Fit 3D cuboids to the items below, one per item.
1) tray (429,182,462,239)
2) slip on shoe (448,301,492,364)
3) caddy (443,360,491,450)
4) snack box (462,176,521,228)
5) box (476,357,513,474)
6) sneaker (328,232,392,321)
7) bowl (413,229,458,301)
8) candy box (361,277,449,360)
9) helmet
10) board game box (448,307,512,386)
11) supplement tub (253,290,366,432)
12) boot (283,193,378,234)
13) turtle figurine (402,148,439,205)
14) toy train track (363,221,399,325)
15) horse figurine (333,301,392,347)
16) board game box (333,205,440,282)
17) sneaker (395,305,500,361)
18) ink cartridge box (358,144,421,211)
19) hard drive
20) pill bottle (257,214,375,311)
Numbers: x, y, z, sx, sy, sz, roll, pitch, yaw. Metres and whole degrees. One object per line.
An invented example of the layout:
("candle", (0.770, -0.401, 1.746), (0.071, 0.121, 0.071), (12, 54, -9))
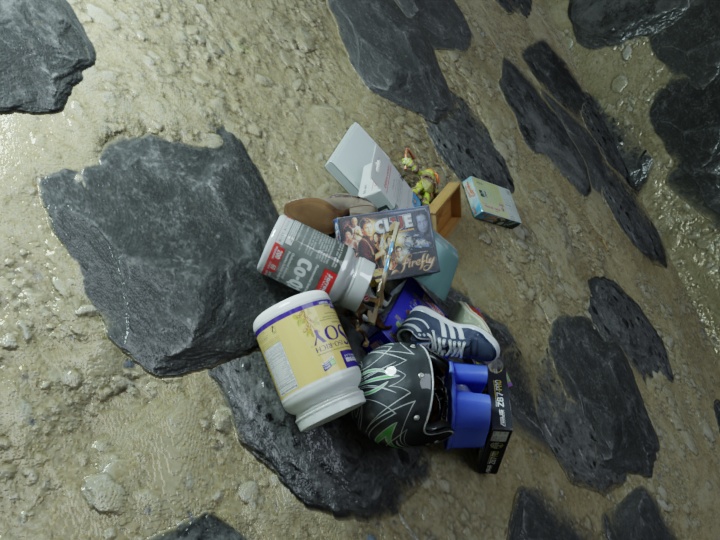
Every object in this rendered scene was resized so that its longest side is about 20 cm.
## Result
("tray", (0.207, -0.137, 1.837), (0.200, 0.036, 0.100), (-47, 136, -52))
("slip on shoe", (0.241, 0.127, 1.515), (0.060, 0.075, 0.201), (19, 18, -20))
("caddy", (0.192, 0.266, 1.443), (0.103, 0.202, 0.143), (0, 50, 0))
("snack box", (0.380, -0.194, 2.113), (0.198, 0.037, 0.118), (11, 56, -44))
("box", (0.269, 0.299, 1.506), (0.048, 0.202, 0.164), (2, 52, 2))
("sneaker", (0.000, 0.000, 1.505), (0.073, 0.080, 0.202), (-20, 78, -50))
("bowl", (0.135, -0.037, 1.583), (0.200, 0.106, 0.201), (39, 3, -2))
("candy box", (0.109, 0.139, 1.527), (0.169, 0.077, 0.201), (47, 39, -10))
("helmet", (0.072, 0.222, 1.315), (0.189, 0.198, 0.203), (28, 44, -45))
("board game box", (0.280, 0.191, 1.723), (0.119, 0.032, 0.203), (-8, 71, -46))
("supplement tub", (-0.084, 0.153, 1.240), (0.144, 0.145, 0.203), (-9, 70, -50))
("boot", (-0.058, -0.128, 1.532), (0.196, 0.071, 0.147), (14, 21, -6))
("turtle figurine", (0.166, -0.202, 1.850), (0.201, 0.064, 0.163), (51, 42, -28))
("toy train track", (0.036, 0.002, 1.387), (0.032, 0.115, 0.204), (13, 73, 8))
("horse figurine", (-0.038, 0.075, 1.409), (0.197, 0.050, 0.133), (20, 30, -17))
("board game box", (0.053, -0.048, 1.455), (0.196, 0.035, 0.138), (-10, 87, -17))
("sneaker", (0.161, 0.141, 1.407), (0.197, 0.071, 0.108), (23, 33, 25))
("ink cartridge box", (0.057, -0.172, 1.669), (0.200, 0.066, 0.117), (48, 37, -34))
("hard drive", (-0.002, -0.253, 1.733), (0.132, 0.026, 0.201), (45, 38, -16))
("pill bottle", (-0.079, -0.009, 1.343), (0.197, 0.115, 0.115), (25, 43, -5))
